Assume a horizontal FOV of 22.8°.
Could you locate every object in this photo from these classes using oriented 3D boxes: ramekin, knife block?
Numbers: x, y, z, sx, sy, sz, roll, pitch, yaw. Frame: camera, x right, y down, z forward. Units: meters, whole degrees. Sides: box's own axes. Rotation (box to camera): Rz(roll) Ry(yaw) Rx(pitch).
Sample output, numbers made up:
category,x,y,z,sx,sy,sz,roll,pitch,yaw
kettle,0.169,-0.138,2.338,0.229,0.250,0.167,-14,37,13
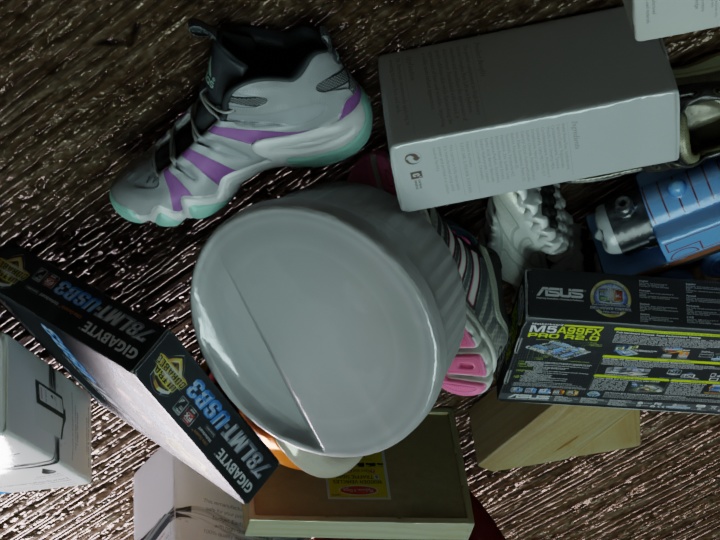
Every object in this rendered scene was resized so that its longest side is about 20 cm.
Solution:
category,x,y,z,sx,sy,sz,roll,pitch,yaw
ramekin,-0.016,0.027,1.291,0.202,0.094,0.203,13,119,24
knife block,0.188,0.088,1.540,0.200,0.064,0.176,-10,140,3

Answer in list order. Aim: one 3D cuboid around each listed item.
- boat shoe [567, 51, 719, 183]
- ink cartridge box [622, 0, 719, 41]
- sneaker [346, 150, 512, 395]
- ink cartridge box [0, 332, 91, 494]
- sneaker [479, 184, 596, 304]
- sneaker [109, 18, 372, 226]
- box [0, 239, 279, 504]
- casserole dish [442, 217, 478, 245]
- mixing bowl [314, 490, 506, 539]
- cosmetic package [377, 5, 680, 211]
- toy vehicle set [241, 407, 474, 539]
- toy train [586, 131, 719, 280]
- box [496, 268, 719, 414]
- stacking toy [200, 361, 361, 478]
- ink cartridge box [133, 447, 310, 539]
category,x,y,z,sx,sy,sz,roll,pitch,yaw
boat shoe,0.230,-0.108,1.303,0.200,0.065,0.073,-22,131,14
ink cartridge box,0.260,-0.224,1.132,0.200,0.116,0.067,-11,140,3
sneaker,0.056,-0.007,1.347,0.074,0.087,0.200,-20,105,36
ink cartridge box,-0.314,0.120,1.421,0.146,0.084,0.200,-7,162,10
sneaker,0.125,-0.032,1.382,0.081,0.075,0.200,-11,141,20
sneaker,-0.102,-0.117,1.240,0.200,0.078,0.140,-23,138,4
box,-0.179,0.078,1.379,0.050,0.198,0.200,-52,140,-16
casserole dish,0.000,0.000,1.401,0.200,0.039,0.121,5,121,-17
mixing bowl,0.035,0.244,1.645,0.200,0.108,0.200,-15,162,-5
cosmetic package,0.117,-0.115,1.251,0.200,0.102,0.074,-9,138,4
toy vehicle set,-0.007,0.175,1.564,0.200,0.124,0.027,3,139,-13
toy train,0.268,-0.046,1.364,0.200,0.087,0.114,-20,146,12
box,0.215,0.059,1.401,0.200,0.044,0.160,3,152,-2
stacking toy,-0.099,0.115,1.495,0.200,0.146,0.146,-16,143,34
ink cartridge box,-0.122,0.263,1.593,0.145,0.200,0.084,20,136,-29
